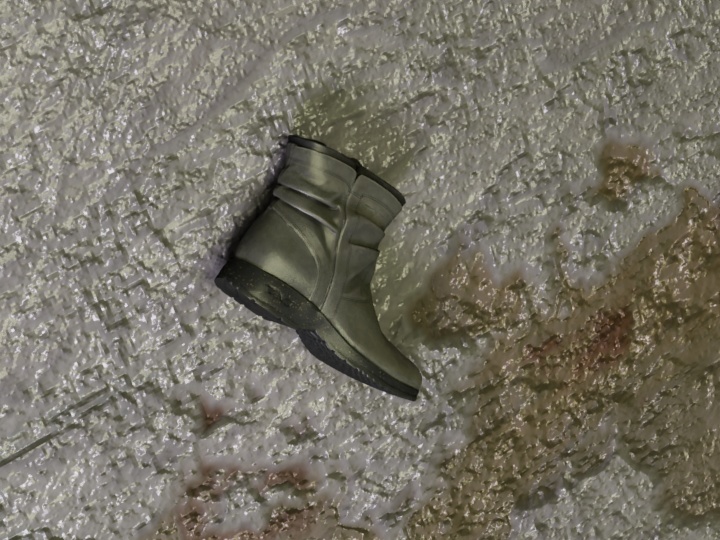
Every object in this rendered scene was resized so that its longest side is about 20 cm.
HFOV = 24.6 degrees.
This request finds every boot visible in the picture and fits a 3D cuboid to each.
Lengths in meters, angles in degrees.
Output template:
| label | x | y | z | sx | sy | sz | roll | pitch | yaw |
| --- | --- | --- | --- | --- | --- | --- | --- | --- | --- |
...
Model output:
| label | x | y | z | sx | sy | sz | roll | pitch | yaw |
| --- | --- | --- | --- | --- | --- | --- | --- | --- | --- |
| boot | 0.000 | 0.000 | 1.163 | 0.200 | 0.068 | 0.131 | 38 | 78 | -36 |
